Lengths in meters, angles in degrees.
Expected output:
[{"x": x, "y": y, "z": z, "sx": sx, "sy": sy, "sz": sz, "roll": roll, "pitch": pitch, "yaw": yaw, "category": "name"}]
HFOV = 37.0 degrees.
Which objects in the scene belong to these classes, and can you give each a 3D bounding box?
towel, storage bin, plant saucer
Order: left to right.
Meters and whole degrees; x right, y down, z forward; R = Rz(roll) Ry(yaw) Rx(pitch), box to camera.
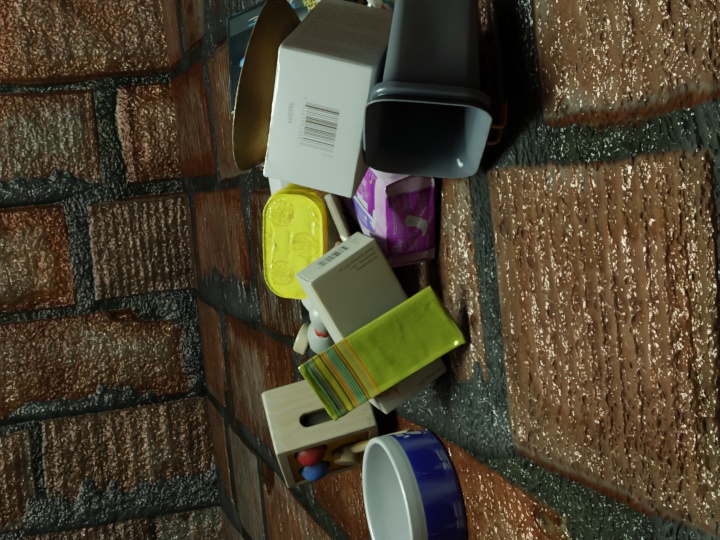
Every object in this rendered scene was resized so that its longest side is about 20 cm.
[{"x": -0.096, "y": -0.207, "z": 1.209, "sx": 0.200, "sy": 0.035, "sz": 0.203, "roll": 14, "pitch": -90, "yaw": -85, "category": "plant saucer"}, {"x": 0.026, "y": 0.103, "z": 1.300, "sx": 0.086, "sy": 0.199, "sz": 0.018, "roll": 53, "pitch": -163, "yaw": -16, "category": "towel"}, {"x": 0.080, "y": -0.193, "z": 1.106, "sx": 0.200, "sy": 0.143, "sz": 0.136, "roll": 86, "pitch": -171, "yaw": -76, "category": "storage bin"}]

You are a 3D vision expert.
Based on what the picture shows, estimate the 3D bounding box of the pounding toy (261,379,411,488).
[{"x": -0.032, "y": 0.245, "z": 1.622, "sx": 0.185, "sy": 0.197, "sz": 0.144, "roll": 83, "pitch": 171, "yaw": -61, "category": "pounding toy"}]

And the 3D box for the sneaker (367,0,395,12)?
[{"x": 0.023, "y": -0.370, "z": 1.318, "sx": 0.094, "sy": 0.069, "sz": 0.202, "roll": 119, "pitch": 138, "yaw": -54, "category": "sneaker"}]

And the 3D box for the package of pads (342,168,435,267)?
[{"x": 0.033, "y": -0.103, "z": 1.390, "sx": 0.200, "sy": 0.075, "sz": 0.122, "roll": -124, "pitch": 27, "yaw": -57, "category": "package of pads"}]

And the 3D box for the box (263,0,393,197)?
[{"x": -0.025, "y": -0.199, "z": 1.208, "sx": 0.201, "sy": 0.105, "sz": 0.154, "roll": -67, "pitch": -12, "yaw": -60, "category": "box"}]

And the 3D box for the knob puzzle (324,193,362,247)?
[{"x": 0.000, "y": 0.000, "z": 1.483, "sx": 0.220, "sy": 0.030, "sz": 0.222, "roll": -24, "pitch": -89, "yaw": -83, "category": "knob puzzle"}]

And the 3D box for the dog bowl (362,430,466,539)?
[{"x": 0.069, "y": 0.320, "z": 1.448, "sx": 0.200, "sy": 0.078, "sz": 0.203, "roll": 172, "pitch": 90, "yaw": -73, "category": "dog bowl"}]

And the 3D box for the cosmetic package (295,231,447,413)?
[{"x": 0.014, "y": 0.065, "z": 1.353, "sx": 0.201, "sy": 0.103, "sz": 0.073, "roll": 59, "pitch": 169, "yaw": -16, "category": "cosmetic package"}]

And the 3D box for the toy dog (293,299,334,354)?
[{"x": -0.045, "y": 0.077, "z": 1.699, "sx": 0.200, "sy": 0.131, "sz": 0.097, "roll": -36, "pitch": 31, "yaw": 63, "category": "toy dog"}]

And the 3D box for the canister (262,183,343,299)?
[{"x": -0.072, "y": -0.065, "z": 1.532, "sx": 0.200, "sy": 0.085, "sz": 0.151, "roll": -61, "pitch": -27, "yaw": -67, "category": "canister"}]

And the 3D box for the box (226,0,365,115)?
[{"x": -0.084, "y": -0.299, "z": 1.440, "sx": 0.046, "sy": 0.198, "sz": 0.161, "roll": 35, "pitch": -136, "yaw": -56, "category": "box"}]

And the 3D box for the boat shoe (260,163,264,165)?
[{"x": -0.067, "y": -0.191, "z": 1.452, "sx": 0.073, "sy": 0.198, "sz": 0.073, "roll": 55, "pitch": -161, "yaw": -20, "category": "boat shoe"}]

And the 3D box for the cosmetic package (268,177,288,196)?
[{"x": -0.089, "y": -0.143, "z": 1.723, "sx": 0.085, "sy": 0.106, "sz": 0.203, "roll": 146, "pitch": 117, "yaw": -72, "category": "cosmetic package"}]
